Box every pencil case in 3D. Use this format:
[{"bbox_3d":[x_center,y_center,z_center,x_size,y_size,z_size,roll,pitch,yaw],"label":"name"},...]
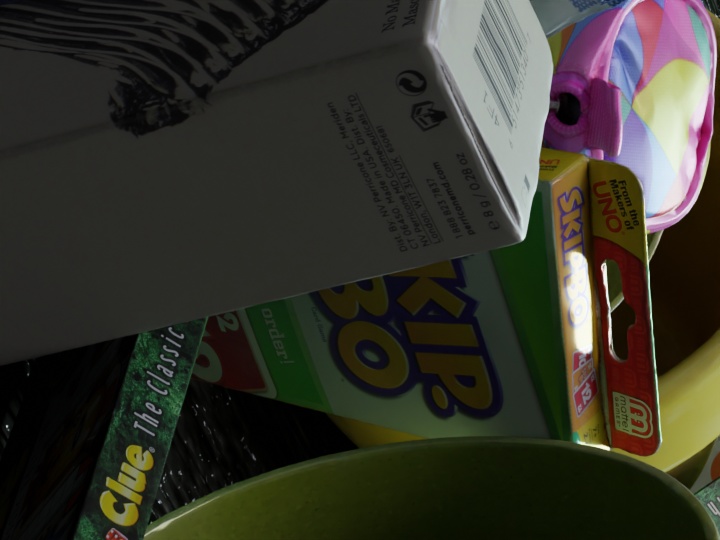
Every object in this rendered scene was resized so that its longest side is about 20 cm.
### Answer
[{"bbox_3d":[0.016,-0.064,0.885,0.088,0.199,0.089,-18,113,-51],"label":"pencil case"}]

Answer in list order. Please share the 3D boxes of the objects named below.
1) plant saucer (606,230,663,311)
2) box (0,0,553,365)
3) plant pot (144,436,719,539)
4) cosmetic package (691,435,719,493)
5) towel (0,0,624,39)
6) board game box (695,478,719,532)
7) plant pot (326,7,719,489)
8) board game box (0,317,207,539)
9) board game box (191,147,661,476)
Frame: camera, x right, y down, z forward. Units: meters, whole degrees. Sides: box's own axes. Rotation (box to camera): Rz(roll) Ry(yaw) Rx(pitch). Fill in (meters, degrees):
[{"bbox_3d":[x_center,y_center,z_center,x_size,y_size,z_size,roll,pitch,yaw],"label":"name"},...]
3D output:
[{"bbox_3d":[0.010,-0.044,0.986,0.031,0.199,0.201,106,-16,-61],"label":"plant saucer"},{"bbox_3d":[-0.053,-0.034,0.750,0.082,0.199,0.069,-78,148,-49],"label":"box"},{"bbox_3d":[0.022,0.177,0.789,0.187,0.186,0.201,-58,140,-63],"label":"plant pot"},{"bbox_3d":[0.145,0.166,1.202,0.052,0.150,0.201,50,32,-50],"label":"cosmetic package"},{"bbox_3d":[-0.035,-0.089,0.788,0.147,0.200,0.024,49,38,-15],"label":"towel"},{"bbox_3d":[0.113,0.113,1.084,0.024,0.199,0.105,53,-28,15],"label":"board game box"},{"bbox_3d":[0.072,0.013,1.094,0.189,0.199,0.202,73,13,-62],"label":"plant pot"},{"bbox_3d":[-0.081,0.063,0.769,0.023,0.105,0.200,28,37,-12],"label":"board game box"},{"bbox_3d":[0.000,0.000,0.861,0.030,0.199,0.096,-36,127,-46],"label":"board game box"}]
